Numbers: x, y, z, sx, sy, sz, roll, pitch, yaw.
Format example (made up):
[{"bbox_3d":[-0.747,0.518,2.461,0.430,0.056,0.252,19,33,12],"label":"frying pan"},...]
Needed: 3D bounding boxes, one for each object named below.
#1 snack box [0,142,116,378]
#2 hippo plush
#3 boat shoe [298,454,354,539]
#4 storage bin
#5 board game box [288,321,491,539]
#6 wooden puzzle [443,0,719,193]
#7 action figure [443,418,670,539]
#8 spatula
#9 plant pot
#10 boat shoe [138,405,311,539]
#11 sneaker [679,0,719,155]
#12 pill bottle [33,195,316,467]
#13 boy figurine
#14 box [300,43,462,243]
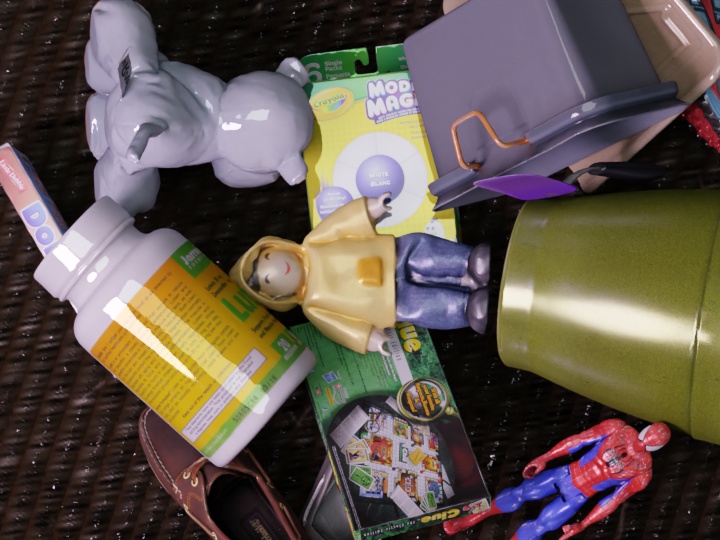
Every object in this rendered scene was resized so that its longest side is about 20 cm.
[{"bbox_3d":[-0.227,-0.006,1.738,0.024,0.072,0.200,-31,84,0],"label":"snack box"},{"bbox_3d":[-0.120,-0.133,1.702,0.160,0.200,0.160,-4,76,-15],"label":"hippo plush"},{"bbox_3d":[-0.010,0.180,1.720,0.067,0.057,0.201,18,85,4],"label":"boat shoe"},{"bbox_3d":[0.118,-0.142,1.665,0.145,0.200,0.135,-16,82,-42],"label":"storage bin"},{"bbox_3d":[0.020,0.108,1.670,0.104,0.024,0.200,-15,50,-5],"label":"board game box"},{"bbox_3d":[0.174,-0.186,1.712,0.046,0.185,0.200,-29,79,-43],"label":"wooden puzzle"},{"bbox_3d":[0.152,0.166,1.675,0.200,0.052,0.066,-36,79,28],"label":"action figure"},{"bbox_3d":[0.166,-0.069,1.662,0.056,0.200,0.021,-9,90,44],"label":"spatula"},{"bbox_3d":[0.208,0.022,1.674,0.192,0.200,0.201,9,85,15],"label":"plant pot"},{"bbox_3d":[-0.100,0.167,1.698,0.070,0.070,0.200,-41,68,-10],"label":"boat shoe"},{"bbox_3d":[0.276,-0.185,1.734,0.095,0.079,0.201,-22,85,-3],"label":"sneaker"},{"bbox_3d":[-0.140,0.040,1.650,0.200,0.111,0.111,42,87,-1],"label":"pill bottle"},{"bbox_3d":[0.000,0.000,1.689,0.199,0.064,0.125,6,86,2],"label":"boy figurine"},{"bbox_3d":[0.014,-0.079,1.750,0.117,0.048,0.201,-7,83,1],"label":"box"}]
